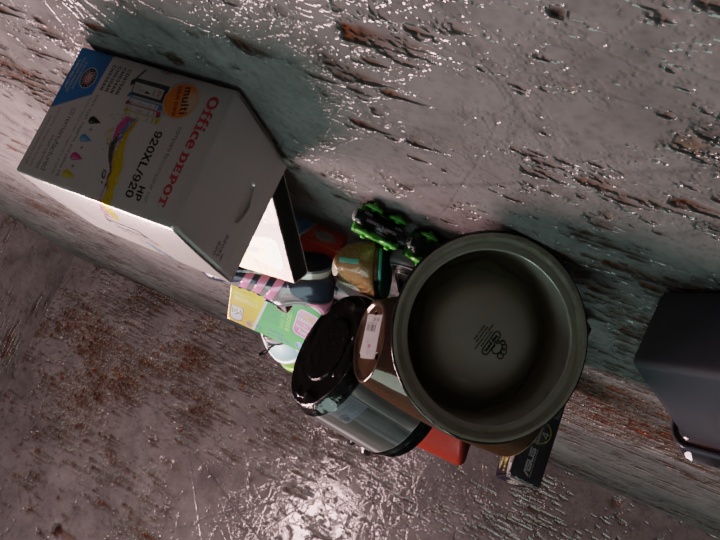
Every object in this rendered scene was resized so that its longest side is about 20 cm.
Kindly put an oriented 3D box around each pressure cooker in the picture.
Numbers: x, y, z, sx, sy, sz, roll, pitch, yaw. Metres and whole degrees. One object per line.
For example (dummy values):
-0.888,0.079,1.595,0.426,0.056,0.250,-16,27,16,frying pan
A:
0.023,0.155,0.949,0.198,0.182,0.174,35,158,-25,pressure cooker

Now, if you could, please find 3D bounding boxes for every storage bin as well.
0.336,0.099,0.588,0.134,0.147,0.198,40,161,-23,storage bin

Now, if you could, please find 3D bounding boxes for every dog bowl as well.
0.122,0.064,0.699,0.196,0.204,0.074,24,177,-4,dog bowl

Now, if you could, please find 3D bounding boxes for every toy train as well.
0.077,-0.020,0.786,0.196,0.043,0.056,26,177,-7,toy train

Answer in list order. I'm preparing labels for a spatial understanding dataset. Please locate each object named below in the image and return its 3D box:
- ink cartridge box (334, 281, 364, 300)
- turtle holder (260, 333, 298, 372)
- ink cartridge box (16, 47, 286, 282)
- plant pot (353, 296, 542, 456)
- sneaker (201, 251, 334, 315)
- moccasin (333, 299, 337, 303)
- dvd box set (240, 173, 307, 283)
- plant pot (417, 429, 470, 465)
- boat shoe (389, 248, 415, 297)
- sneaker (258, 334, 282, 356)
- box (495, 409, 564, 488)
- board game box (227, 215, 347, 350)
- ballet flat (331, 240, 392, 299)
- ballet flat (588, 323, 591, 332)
-0.104,-0.013,1.137,0.196,0.041,0.200,17,165,31,ink cartridge box
-0.099,0.105,1.207,0.132,0.141,0.185,49,170,-33,turtle holder
-0.205,-0.107,0.712,0.196,0.150,0.145,19,166,19,ink cartridge box
0.097,0.102,0.809,0.195,0.192,0.186,15,170,-18,plant pot
-0.127,0.020,0.933,0.195,0.070,0.084,6,121,22,sneaker
0.007,0.100,1.310,0.199,0.069,0.080,36,163,-34,moccasin
-0.159,-0.072,0.865,0.197,0.029,0.150,16,129,37,dvd box set
0.128,0.180,1.176,0.195,0.203,0.177,21,155,10,plant pot
0.083,0.036,0.924,0.072,0.069,0.199,17,165,26,boat shoe
-0.153,0.068,1.110,0.196,0.143,0.077,23,-163,17,sneaker
0.245,0.195,0.953,0.048,0.204,0.162,20,167,8,box
-0.111,0.013,0.994,0.150,0.041,0.203,22,128,9,board game box
0.000,0.000,0.886,0.070,0.070,0.200,4,175,7,ballet flat
0.221,0.077,0.876,0.047,0.067,0.200,55,167,-4,ballet flat
